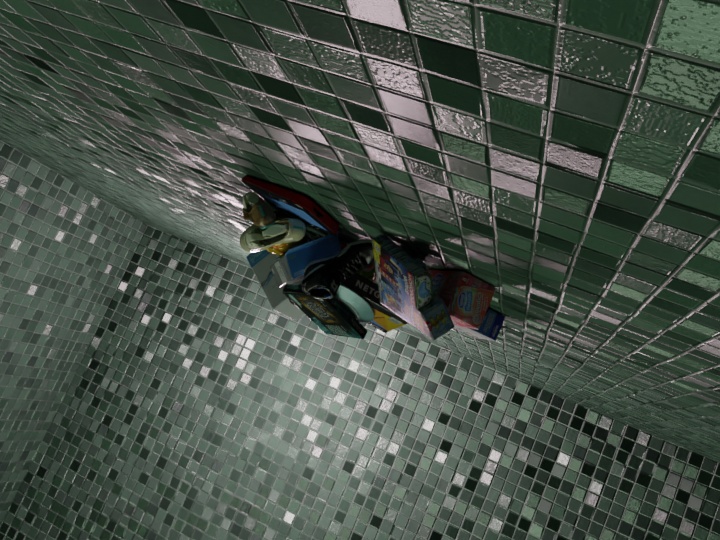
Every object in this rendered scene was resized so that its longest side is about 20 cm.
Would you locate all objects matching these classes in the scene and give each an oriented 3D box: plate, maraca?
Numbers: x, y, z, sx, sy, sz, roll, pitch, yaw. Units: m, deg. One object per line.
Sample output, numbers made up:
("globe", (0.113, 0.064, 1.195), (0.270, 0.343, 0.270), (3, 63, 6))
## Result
("plate", (-0.061, 0.084, 1.666), (0.200, 0.026, 0.200), (21, 154, 11))
("maraca", (-0.199, -0.090, 1.673), (0.137, 0.107, 0.200), (24, 172, -5))

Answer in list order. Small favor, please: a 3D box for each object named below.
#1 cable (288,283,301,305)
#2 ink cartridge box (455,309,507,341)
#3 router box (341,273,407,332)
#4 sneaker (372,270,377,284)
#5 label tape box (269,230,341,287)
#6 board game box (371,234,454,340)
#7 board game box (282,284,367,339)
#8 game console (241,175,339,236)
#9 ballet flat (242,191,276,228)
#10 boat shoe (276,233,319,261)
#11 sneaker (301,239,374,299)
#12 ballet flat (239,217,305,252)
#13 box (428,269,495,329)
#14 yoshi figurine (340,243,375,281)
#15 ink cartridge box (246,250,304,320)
("cable", (-0.097, 0.054, 1.848), (0.200, 0.051, 0.163), (-11, 150, -33))
("ink cartridge box", (0.292, 0.128, 1.796), (0.200, 0.076, 0.136), (27, 173, -11))
("router box", (0.016, 0.078, 1.678), (0.200, 0.051, 0.149), (30, 156, -12))
("sneaker", (0.080, 0.007, 1.608), (0.082, 0.078, 0.200), (23, 173, -4))
("label tape box", (-0.125, -0.025, 1.634), (0.063, 0.144, 0.200), (67, 157, 2))
("board game box", (0.113, 0.043, 1.417), (0.200, 0.062, 0.200), (43, 154, 38))
("board game box", (-0.088, 0.102, 1.662), (0.135, 0.028, 0.200), (3, 147, 40))
("game console", (-0.150, -0.139, 1.480), (0.177, 0.031, 0.200), (20, 171, 26))
("ballet flat", (-0.243, -0.146, 1.554), (0.072, 0.068, 0.200), (67, 170, -17))
("boat shoe", (-0.130, -0.061, 1.813), (0.201, 0.086, 0.075), (-5, 170, -7))
("sneaker", (-0.039, 0.009, 1.517), (0.200, 0.112, 0.073), (-23, 124, 20))
("ballet flat", (-0.219, -0.084, 1.548), (0.200, 0.070, 0.069), (-13, 152, 31))
("box", (0.203, 0.061, 1.522), (0.095, 0.103, 0.200), (28, 173, -19))
("yoshi figurine", (-0.004, 0.006, 1.760), (0.200, 0.112, 0.112), (30, 180, -4))
("ink cartridge box", (-0.205, 0.014, 1.953), (0.200, 0.146, 0.147), (59, -170, 28))
